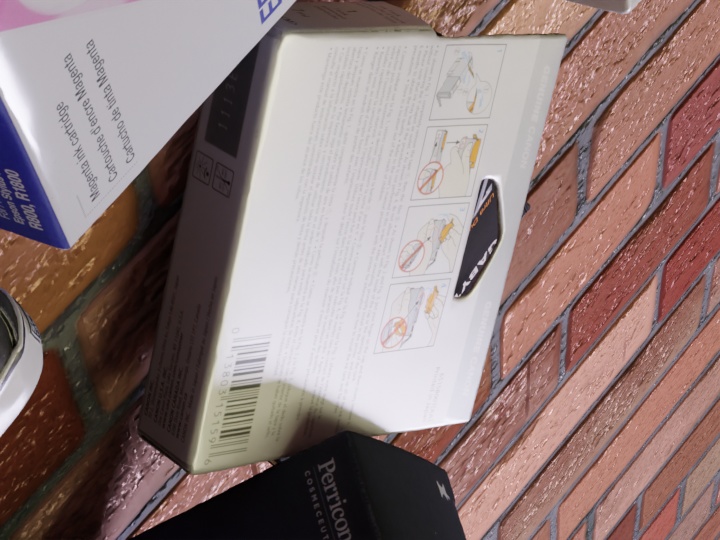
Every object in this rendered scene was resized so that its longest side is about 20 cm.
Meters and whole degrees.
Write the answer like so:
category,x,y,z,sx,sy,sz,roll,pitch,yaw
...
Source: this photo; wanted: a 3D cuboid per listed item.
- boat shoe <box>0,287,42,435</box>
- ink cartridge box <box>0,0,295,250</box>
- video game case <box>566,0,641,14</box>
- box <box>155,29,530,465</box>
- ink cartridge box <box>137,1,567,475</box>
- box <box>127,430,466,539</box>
category,x,y,z,sx,sy,sz,roll,pitch,yaw
boat shoe,-0.190,0.084,0.763,0.200,0.073,0.068,-51,150,-7
ink cartridge box,-0.104,-0.093,0.745,0.200,0.043,0.197,-51,158,-17
video game case,0.022,-0.183,0.690,0.017,0.142,0.201,-46,142,-37
box,0.000,0.000,1.084,0.201,0.050,0.199,-52,157,-9
ink cartridge box,-0.002,-0.018,0.958,0.173,0.043,0.202,-7,118,-44
box,-0.042,0.185,0.987,0.199,0.149,0.104,-29,152,19
